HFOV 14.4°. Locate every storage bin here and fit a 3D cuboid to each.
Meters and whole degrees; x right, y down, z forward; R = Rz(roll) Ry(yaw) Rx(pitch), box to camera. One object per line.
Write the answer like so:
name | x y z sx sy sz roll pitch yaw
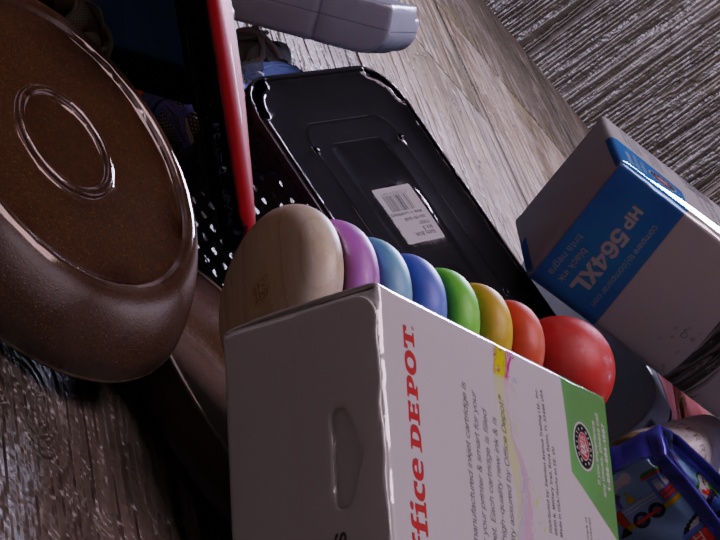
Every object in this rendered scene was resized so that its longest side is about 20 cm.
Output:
storage bin | 0.000 0.000 1.500 0.135 0.094 0.200 -13 65 -55

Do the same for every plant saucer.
plant saucer | -0.135 -0.048 1.209 0.200 0.032 0.200 40 30 -28
plant saucer | -0.049 0.079 1.319 0.200 0.032 0.200 52 11 -14

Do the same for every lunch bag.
lunch bag | 0.139 0.168 1.491 0.200 0.151 0.094 47 22 -28

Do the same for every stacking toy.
stacking toy | 0.037 0.034 1.337 0.200 0.085 0.085 17 30 -31

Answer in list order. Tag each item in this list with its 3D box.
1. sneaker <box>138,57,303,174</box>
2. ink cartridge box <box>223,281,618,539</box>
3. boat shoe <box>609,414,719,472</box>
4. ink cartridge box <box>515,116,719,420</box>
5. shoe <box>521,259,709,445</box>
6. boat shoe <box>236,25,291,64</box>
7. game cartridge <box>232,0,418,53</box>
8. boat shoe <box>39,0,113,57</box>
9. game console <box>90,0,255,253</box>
sneaker | -0.065 -0.077 1.638 0.078 0.075 0.200 52 18 22
ink cartridge box | 0.031 0.106 1.237 0.200 0.084 0.145 27 53 -52
boat shoe | 0.153 0.147 1.589 0.071 0.069 0.200 54 -35 18
ink cartridge box | 0.190 0.017 1.566 0.200 0.084 0.146 38 10 -7
shoe | 0.153 0.059 1.685 0.091 0.071 0.200 50 15 -37
boat shoe | -0.072 -0.117 1.743 0.200 0.068 0.072 38 18 -55
game cartridge | -0.070 -0.170 1.733 0.200 0.041 0.133 16 3 9
boat shoe | -0.148 -0.094 1.329 0.200 0.072 0.076 47 12 -31
game console | -0.120 -0.125 1.359 0.200 0.119 0.172 83 0 -48
